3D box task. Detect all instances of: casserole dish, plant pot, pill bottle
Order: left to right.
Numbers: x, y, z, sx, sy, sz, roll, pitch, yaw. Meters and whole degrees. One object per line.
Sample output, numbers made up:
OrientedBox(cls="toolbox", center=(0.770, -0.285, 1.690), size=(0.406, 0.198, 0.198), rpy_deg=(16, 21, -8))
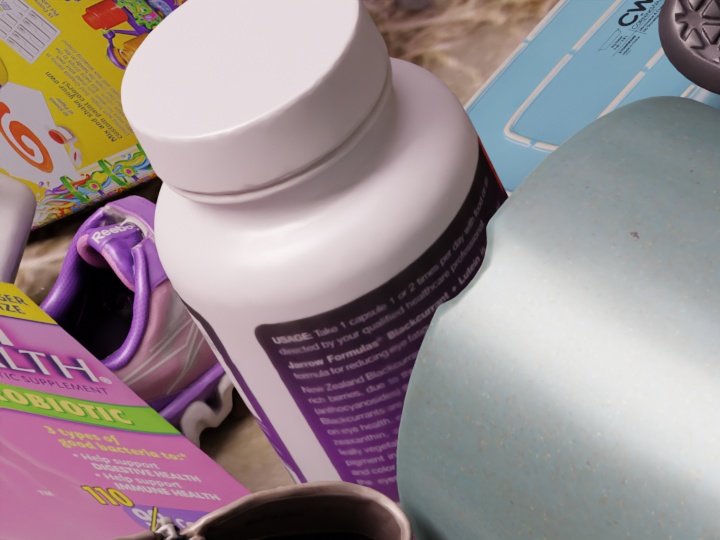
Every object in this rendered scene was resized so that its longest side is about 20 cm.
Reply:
OrientedBox(cls="pill bottle", center=(0.000, 0.000, 0.886), size=(0.111, 0.200, 0.112), rpy_deg=(-17, 40, 15))
OrientedBox(cls="casserole dish", center=(0.102, -0.068, 1.031), size=(0.121, 0.039, 0.200), rpy_deg=(20, 58, 44))
OrientedBox(cls="plant pot", center=(0.127, 0.059, 0.701), size=(0.196, 0.200, 0.200), rpy_deg=(31, 66, 31))

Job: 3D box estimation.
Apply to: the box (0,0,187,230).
OrientedBox(cls="box", center=(-0.145, -0.136, 1.095), size=(0.192, 0.200, 0.122), rpy_deg=(-20, 35, 40))

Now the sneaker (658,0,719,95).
OrientedBox(cls="sneaker", center=(0.197, -0.111, 0.990), size=(0.200, 0.083, 0.072), rpy_deg=(-29, 73, -15))

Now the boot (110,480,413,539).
OrientedBox(cls="boot", center=(-0.015, 0.117, 0.747), size=(0.200, 0.146, 0.070), rpy_deg=(-14, 50, -36))

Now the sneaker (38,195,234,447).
OrientedBox(cls="sneaker", center=(-0.062, 0.000, 1.010), size=(0.200, 0.089, 0.080), rpy_deg=(-45, 39, -15))

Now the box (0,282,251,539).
OrientedBox(cls="box", center=(-0.141, 0.079, 0.856), size=(0.200, 0.176, 0.097), rpy_deg=(36, 106, 40))

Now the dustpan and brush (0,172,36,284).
OrientedBox(cls="dustpan and brush", center=(-0.156, -0.013, 1.007), size=(0.057, 0.200, 0.140), rpy_deg=(18, 46, -6))
